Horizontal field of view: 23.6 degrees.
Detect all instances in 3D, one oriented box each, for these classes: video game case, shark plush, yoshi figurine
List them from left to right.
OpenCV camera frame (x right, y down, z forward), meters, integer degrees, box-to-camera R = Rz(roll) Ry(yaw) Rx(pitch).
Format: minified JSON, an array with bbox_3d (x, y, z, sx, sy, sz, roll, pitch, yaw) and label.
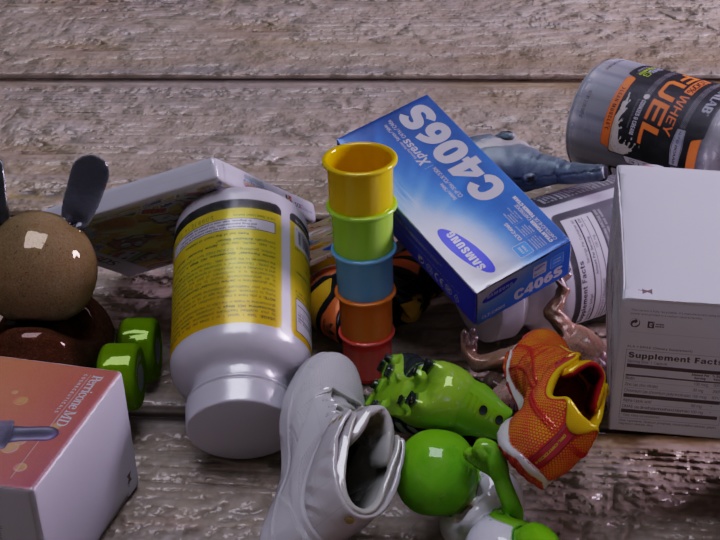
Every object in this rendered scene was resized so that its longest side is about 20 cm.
[{"bbox_3d":[-0.166,-0.042,1.489,0.199,0.023,0.182,-16,-16,22],"label":"video game case"},{"bbox_3d":[0.076,0.174,1.172,0.112,0.112,0.200,-18,28,-8],"label":"yoshi figurine"},{"bbox_3d":[0.112,-0.069,1.471,0.199,0.091,0.083,9,37,17],"label":"shark plush"}]

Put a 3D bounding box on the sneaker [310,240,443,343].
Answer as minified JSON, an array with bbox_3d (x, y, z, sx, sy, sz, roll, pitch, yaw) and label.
[{"bbox_3d":[0.047,0.013,1.494,0.199,0.070,0.090,-20,36,-14],"label":"sneaker"}]

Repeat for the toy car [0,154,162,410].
[{"bbox_3d":[-0.254,0.005,1.386,0.163,0.201,0.158,-1,13,3],"label":"toy car"}]

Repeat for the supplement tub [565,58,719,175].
[{"bbox_3d":[0.305,-0.122,1.635,0.199,0.123,0.122,20,38,36],"label":"supplement tub"}]

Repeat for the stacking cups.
[{"bbox_3d":[0.000,0.000,1.383,0.060,0.201,0.061,0,28,0],"label":"stacking cups"}]

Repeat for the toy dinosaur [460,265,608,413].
[{"bbox_3d":[0.162,0.084,1.344,0.199,0.086,0.135,-28,44,-26],"label":"toy dinosaur"}]

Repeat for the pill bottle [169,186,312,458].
[{"bbox_3d":[-0.095,0.042,1.369,0.112,0.113,0.201,-3,52,1],"label":"pill bottle"}]

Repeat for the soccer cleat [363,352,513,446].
[{"bbox_3d":[0.053,0.103,1.304,0.081,0.068,0.200,30,-9,-11],"label":"soccer cleat"}]

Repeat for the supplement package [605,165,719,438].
[{"bbox_3d":[0.259,0.020,1.246,0.155,0.111,0.200,4,31,5],"label":"supplement package"}]

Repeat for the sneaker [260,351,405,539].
[{"bbox_3d":[-0.006,0.118,1.234,0.073,0.116,0.201,29,41,-20],"label":"sneaker"}]

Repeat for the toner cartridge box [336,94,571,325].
[{"bbox_3d":[0.073,-0.053,1.397,0.095,0.043,0.200,-29,55,-19],"label":"toner cartridge box"}]

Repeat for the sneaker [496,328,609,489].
[{"bbox_3d":[0.144,0.087,1.214,0.077,0.073,0.200,-42,12,17],"label":"sneaker"}]

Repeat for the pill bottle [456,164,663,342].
[{"bbox_3d":[0.182,-0.012,1.467,0.199,0.116,0.116,-16,32,-20],"label":"pill bottle"}]

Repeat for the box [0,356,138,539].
[{"bbox_3d":[-0.286,0.145,1.264,0.199,0.107,0.152,5,31,17],"label":"box"}]

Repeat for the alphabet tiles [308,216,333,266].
[{"bbox_3d":[-0.037,-0.026,1.557,0.199,0.006,0.166,-24,12,-24],"label":"alphabet tiles"}]
